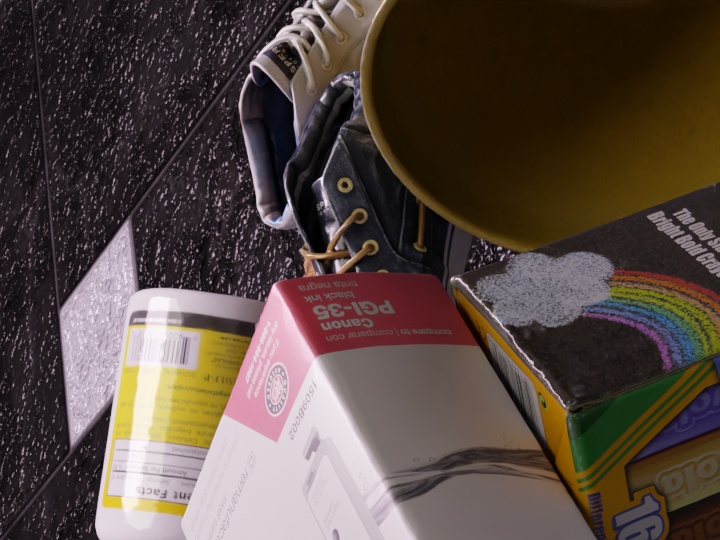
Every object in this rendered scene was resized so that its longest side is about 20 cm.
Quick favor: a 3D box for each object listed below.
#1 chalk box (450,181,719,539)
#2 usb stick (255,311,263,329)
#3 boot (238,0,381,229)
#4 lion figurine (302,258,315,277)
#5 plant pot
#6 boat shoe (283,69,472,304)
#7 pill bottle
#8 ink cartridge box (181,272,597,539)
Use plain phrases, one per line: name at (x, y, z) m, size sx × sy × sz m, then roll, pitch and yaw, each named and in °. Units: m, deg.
chalk box at (0.157, 0.047, 1.032) m, size 0.125 × 0.199 × 0.125 m, roll -130°, pitch 25°, yaw -58°
usb stick at (-0.029, 0.119, 1.405) m, size 0.055 × 0.032 × 0.202 m, roll 145°, pitch 115°, yaw -80°
boot at (-0.010, -0.115, 1.265) m, size 0.073 × 0.095 × 0.202 m, roll 25°, pitch 122°, yaw 47°
lion figurine at (0.008, 0.051, 1.390) m, size 0.122 × 0.072 × 0.202 m, roll 151°, pitch 121°, yaw -65°
plant pot at (0.108, -0.125, 1.181) m, size 0.200 × 0.199 × 0.143 m, roll -48°, pitch 21°, yaw 42°
boat shoe at (0.000, 0.000, 1.196) m, size 0.071 × 0.091 × 0.201 m, roll -32°, pitch 34°, yaw 38°
pill bottle at (-0.099, 0.118, 1.512) m, size 0.111 × 0.111 × 0.202 m, roll -6°, pitch 73°, yaw 60°
ink cartridge box at (0.015, 0.121, 0.995) m, size 0.201 × 0.082 × 0.147 m, roll 60°, pitch 139°, yaw 41°
